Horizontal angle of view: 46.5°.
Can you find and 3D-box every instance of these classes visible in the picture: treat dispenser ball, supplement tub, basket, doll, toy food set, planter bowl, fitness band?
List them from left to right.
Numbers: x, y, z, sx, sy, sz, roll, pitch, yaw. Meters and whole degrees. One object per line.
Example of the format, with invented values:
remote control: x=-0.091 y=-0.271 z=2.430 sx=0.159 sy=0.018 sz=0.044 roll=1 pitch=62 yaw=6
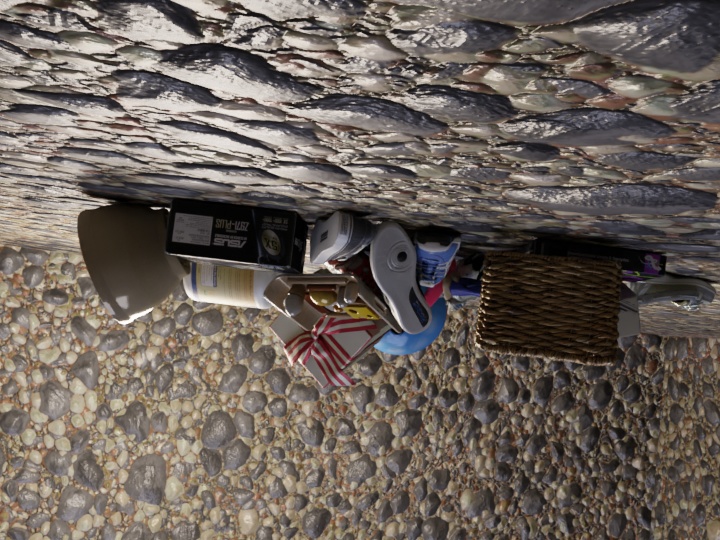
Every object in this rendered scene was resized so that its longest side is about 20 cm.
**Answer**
planter bowl: x=-0.367 y=-0.028 z=1.408 sx=0.134 sy=0.202 sz=0.200 roll=-20 pitch=175 yaw=-1
supplement tub: x=-0.225 y=-0.003 z=1.609 sx=0.198 sy=0.146 sz=0.144 roll=7 pitch=176 yaw=7
toy food set: x=-0.045 y=0.065 z=1.384 sx=0.199 sy=0.061 sz=0.143 roll=0 pitch=151 yaw=35
treat dispenser ball: x=0.083 y=0.074 z=1.746 sx=0.199 sy=0.203 sz=0.201 roll=7 pitch=176 yaw=1
fitness band: x=0.100 y=0.023 z=1.505 sx=0.037 sy=0.144 sz=0.200 roll=38 pitch=168 yaw=-14
doll: x=0.236 y=0.027 z=1.356 sx=0.198 sy=0.049 sz=0.136 roll=-1 pitch=-168 yaw=25
basket: x=0.270 y=0.061 z=1.217 sx=0.198 sy=0.150 sz=0.143 roll=5 pitch=171 yaw=11

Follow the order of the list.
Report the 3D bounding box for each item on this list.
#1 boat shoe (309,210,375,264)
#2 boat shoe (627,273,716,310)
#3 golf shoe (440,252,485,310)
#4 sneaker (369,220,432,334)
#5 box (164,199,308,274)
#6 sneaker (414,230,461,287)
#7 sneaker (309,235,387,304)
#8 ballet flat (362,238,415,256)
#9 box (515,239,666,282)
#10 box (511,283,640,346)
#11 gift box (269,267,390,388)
boat shoe: x=-0.029 y=-0.047 z=1.275 sx=0.067 sy=0.072 sz=0.200 roll=10 pitch=168 yaw=-16
boat shoe: x=0.550 y=0.042 z=1.489 sx=0.201 sy=0.065 sz=0.074 roll=10 pitch=175 yaw=-31
golf shoe: x=0.204 y=0.006 z=1.529 sx=0.078 sy=0.097 sz=0.200 roll=43 pitch=-156 yaw=2
sneaker: x=0.044 y=-0.003 z=1.307 sx=0.073 sy=0.201 sz=0.112 roll=-24 pitch=-148 yaw=-9
box: x=-0.193 y=-0.050 z=1.347 sx=0.198 sy=0.087 sz=0.164 roll=7 pitch=176 yaw=3
sneaker: x=0.118 y=-0.018 z=1.327 sx=0.075 sy=0.078 sz=0.200 roll=8 pitch=174 yaw=7
sneaker: x=-0.001 y=0.001 z=1.404 sx=0.201 sy=0.067 sz=0.108 roll=35 pitch=175 yaw=27
ballet flat: x=0.043 y=-0.016 z=1.491 sx=0.069 sy=0.072 sz=0.200 roll=1 pitch=179 yaw=-24
box: x=0.350 y=-0.013 z=1.298 sx=0.198 sy=0.036 sz=0.143 roll=9 pitch=175 yaw=0
box: x=0.333 y=0.076 z=1.330 sx=0.198 sy=0.069 sz=0.082 roll=-11 pitch=-163 yaw=1
gift box: x=-0.033 y=0.101 z=1.590 sx=0.200 sy=0.185 sz=0.186 roll=43 pitch=-150 yaw=12
